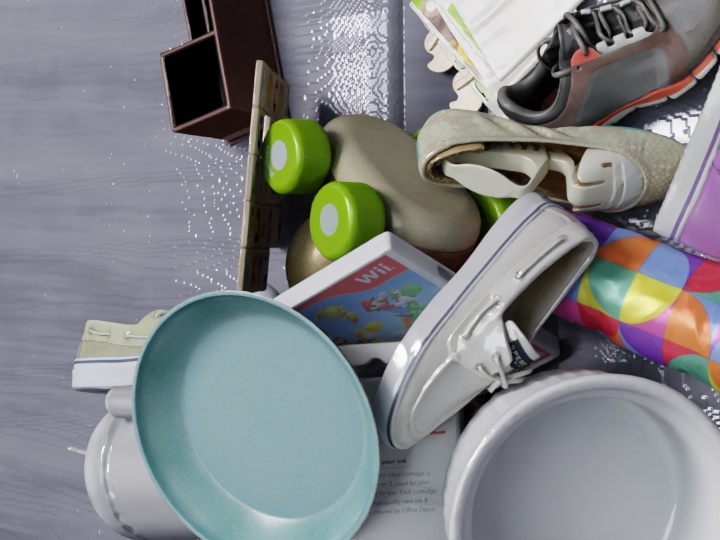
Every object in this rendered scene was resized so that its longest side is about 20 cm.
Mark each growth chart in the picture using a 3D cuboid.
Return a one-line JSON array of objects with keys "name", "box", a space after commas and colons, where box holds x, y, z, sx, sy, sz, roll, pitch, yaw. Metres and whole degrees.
[{"name": "growth chart", "box": [0.099, -0.212, 1.195, 0.144, 0.018, 0.201, -34, 70, 29]}]

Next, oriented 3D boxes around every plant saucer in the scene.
[{"name": "plant saucer", "box": [-0.068, 0.106, 1.082, 0.199, 0.036, 0.202, 8, 108, 26]}]

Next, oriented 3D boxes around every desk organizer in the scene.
[{"name": "desk organizer", "box": [-0.126, -0.215, 1.315, 0.071, 0.077, 0.202, -17, 79, 33]}]

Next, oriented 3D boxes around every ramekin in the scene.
[{"name": "ramekin", "box": [0.149, 0.161, 1.046, 0.199, 0.098, 0.202, -1, 97, -7]}]

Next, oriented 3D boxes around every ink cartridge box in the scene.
[{"name": "ink cartridge box", "box": [0.020, 0.152, 1.129, 0.115, 0.068, 0.202, -3, 88, 7]}]

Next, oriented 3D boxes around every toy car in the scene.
[{"name": "toy car", "box": [0.000, 0.000, 1.173, 0.158, 0.163, 0.201, 52, 130, 40]}]

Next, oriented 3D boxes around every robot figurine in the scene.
[{"name": "robot figurine", "box": [-0.132, 0.152, 1.212, 0.199, 0.113, 0.170, -7, 126, 30]}]

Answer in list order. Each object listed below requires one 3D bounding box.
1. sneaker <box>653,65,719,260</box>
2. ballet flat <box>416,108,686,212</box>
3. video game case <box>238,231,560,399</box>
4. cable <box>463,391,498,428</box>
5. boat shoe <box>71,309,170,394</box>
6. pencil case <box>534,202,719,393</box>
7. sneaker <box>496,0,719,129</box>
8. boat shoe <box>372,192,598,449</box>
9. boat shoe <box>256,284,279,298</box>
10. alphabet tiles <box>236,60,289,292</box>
[{"name": "sneaker", "box": [0.284, -0.098, 1.043, 0.114, 0.073, 0.202, 22, 94, 12]}, {"name": "ballet flat", "box": [0.135, -0.067, 1.096, 0.198, 0.063, 0.068, 8, 131, 9]}, {"name": "video game case", "box": [0.031, 0.049, 1.128, 0.143, 0.199, 0.018, -30, 48, 30]}, {"name": "cable", "box": [0.068, 0.176, 1.179, 0.097, 0.050, 0.200, 44, 110, 21]}, {"name": "boat shoe", "box": [-0.158, 0.062, 1.232, 0.199, 0.072, 0.063, -6, 80, 38]}, {"name": "pencil case", "box": [0.195, 0.021, 1.081, 0.199, 0.088, 0.089, 26, 103, 33]}, {"name": "sneaker", "box": [0.177, -0.154, 1.088, 0.200, 0.082, 0.077, -41, 44, 26]}, {"name": "boat shoe", "box": [0.087, 0.045, 1.048, 0.070, 0.071, 0.200, 36, 86, 35]}, {"name": "boat shoe", "box": [-0.119, 0.097, 1.307, 0.062, 0.072, 0.200, 38, 112, -3]}, {"name": "alphabet tiles", "box": [-0.072, -0.067, 1.213, 0.007, 0.200, 0.169, 5, 91, 4]}]
